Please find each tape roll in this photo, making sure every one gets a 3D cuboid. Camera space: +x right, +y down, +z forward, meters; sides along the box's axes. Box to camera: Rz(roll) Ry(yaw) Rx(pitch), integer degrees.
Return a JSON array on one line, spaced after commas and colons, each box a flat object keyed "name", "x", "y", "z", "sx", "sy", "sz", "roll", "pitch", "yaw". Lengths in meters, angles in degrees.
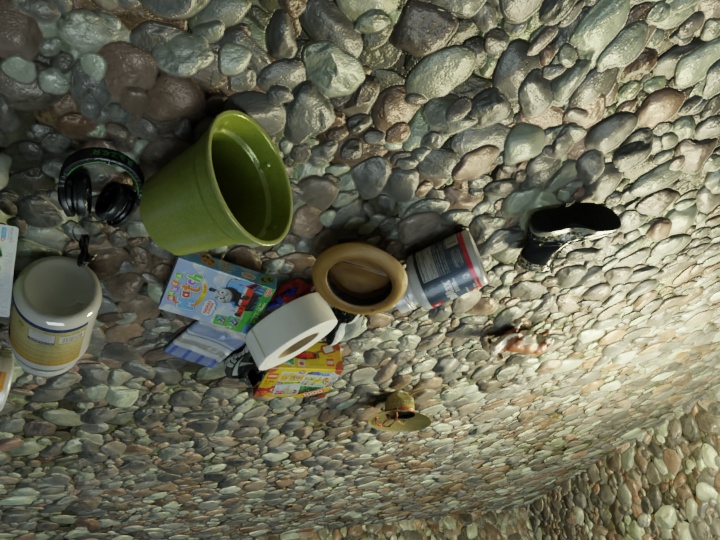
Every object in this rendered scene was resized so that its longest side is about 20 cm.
[{"name": "tape roll", "x": -0.148, "y": 0.131, "z": 1.287, "sx": 0.198, "sy": 0.072, "sz": 0.203, "roll": -31, "pitch": 168, "yaw": -7}]

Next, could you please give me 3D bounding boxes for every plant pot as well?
[{"name": "plant pot", "x": -0.231, "y": -0.112, "z": 0.924, "sx": 0.179, "sy": 0.207, "sz": 0.200, "roll": -17, "pitch": 147, "yaw": 25}]

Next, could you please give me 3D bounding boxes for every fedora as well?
[{"name": "fedora", "x": 0.000, "y": 0.000, "z": 1.208, "sx": 0.193, "sy": 0.083, "sz": 0.205, "roll": 1, "pitch": 133, "yaw": 1}]

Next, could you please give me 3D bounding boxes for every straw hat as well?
[{"name": "straw hat", "x": 0.118, "y": 0.419, "z": 1.826, "sx": 0.193, "sy": 0.088, "sz": 0.204, "roll": 2, "pitch": 146, "yaw": 1}]

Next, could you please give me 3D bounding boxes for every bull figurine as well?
[{"name": "bull figurine", "x": 0.442, "y": 0.190, "z": 1.645, "sx": 0.193, "sy": 0.067, "sz": 0.122, "roll": 4, "pitch": 144, "yaw": -24}]

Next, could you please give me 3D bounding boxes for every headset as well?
[{"name": "headset", "x": -0.412, "y": -0.098, "z": 0.938, "sx": 0.120, "sy": 0.096, "sz": 0.201, "roll": 12, "pitch": 137, "yaw": -32}]

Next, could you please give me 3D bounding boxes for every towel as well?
[{"name": "towel", "x": -0.337, "y": 0.158, "z": 1.372, "sx": 0.198, "sy": 0.024, "sz": 0.145, "roll": -35, "pitch": 139, "yaw": 26}]

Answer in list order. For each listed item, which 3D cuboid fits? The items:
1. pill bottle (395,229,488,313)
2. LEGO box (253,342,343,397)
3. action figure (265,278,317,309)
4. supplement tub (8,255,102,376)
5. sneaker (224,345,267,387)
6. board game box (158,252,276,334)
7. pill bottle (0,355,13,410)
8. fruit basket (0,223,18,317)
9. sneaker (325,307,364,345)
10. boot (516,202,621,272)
[{"name": "pill bottle", "x": 0.158, "y": 0.010, "z": 1.261, "sx": 0.195, "sy": 0.123, "sz": 0.120, "roll": -24, "pitch": 144, "yaw": 15}, {"name": "LEGO box", "x": -0.160, "y": 0.249, "z": 1.507, "sx": 0.194, "sy": 0.079, "sz": 0.150, "roll": 6, "pitch": 140, "yaw": -26}, {"name": "action figure", "x": -0.179, "y": 0.063, "z": 1.280, "sx": 0.194, "sy": 0.053, "sz": 0.066, "roll": -20, "pitch": 140, "yaw": 4}, {"name": "supplement tub", "x": -0.558, "y": 0.089, "z": 1.094, "sx": 0.140, "sy": 0.148, "sz": 0.201, "roll": 9, "pitch": 138, "yaw": -29}, {"name": "sneaker", "x": -0.272, "y": 0.237, "z": 1.425, "sx": 0.065, "sy": 0.093, "sz": 0.199, "roll": 10, "pitch": 149, "yaw": -34}, {"name": "board game box", "x": -0.284, "y": 0.045, "z": 1.191, "sx": 0.195, "sy": 0.037, "sz": 0.152, "roll": 19, "pitch": 130, "yaw": -21}, {"name": "pill bottle", "x": -0.817, "y": 0.216, "z": 1.206, "sx": 0.196, "sy": 0.115, "sz": 0.112, "roll": 19, "pitch": 134, "yaw": -36}, {"name": "fruit basket", "x": -0.655, "y": -0.010, "z": 0.962, "sx": 0.180, "sy": 0.096, "sz": 0.202, "roll": 8, "pitch": 134, "yaw": -28}, {"name": "sneaker", "x": -0.021, "y": 0.100, "z": 1.372, "sx": 0.077, "sy": 0.076, "sz": 0.201, "roll": -5, "pitch": 151, "yaw": -28}, {"name": "boot", "x": 0.442, "y": -0.068, "z": 1.300, "sx": 0.196, "sy": 0.076, "sz": 0.156, "roll": -4, "pitch": 147, "yaw": -6}]
